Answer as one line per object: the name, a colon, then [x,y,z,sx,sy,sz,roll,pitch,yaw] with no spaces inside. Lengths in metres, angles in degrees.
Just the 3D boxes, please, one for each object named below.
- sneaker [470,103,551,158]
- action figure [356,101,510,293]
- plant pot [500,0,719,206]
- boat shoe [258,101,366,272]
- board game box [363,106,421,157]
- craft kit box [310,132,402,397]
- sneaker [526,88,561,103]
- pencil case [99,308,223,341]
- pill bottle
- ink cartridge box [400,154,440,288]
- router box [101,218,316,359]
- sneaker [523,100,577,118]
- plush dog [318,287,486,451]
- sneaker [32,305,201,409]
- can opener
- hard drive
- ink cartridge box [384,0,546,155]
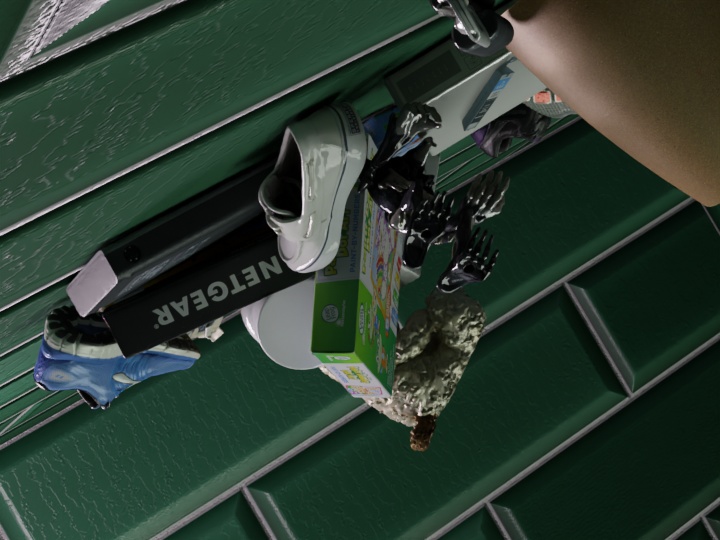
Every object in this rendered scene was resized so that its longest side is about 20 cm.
sneaker: [0.193,-0.193,1.735,0.076,0.088,0.200,-29,177,-43]
action figure: [0.057,-0.064,1.250,0.102,0.119,0.200,-50,-155,14]
plant pot: [0.222,-0.151,1.123,0.186,0.200,0.186,-37,-178,2]
boat shoe: [-0.049,-0.058,1.278,0.065,0.072,0.200,-15,158,-23]
board game box: [0.030,-0.129,1.580,0.151,0.037,0.200,-32,176,41]
craft kit box: [0.000,0.000,1.453,0.048,0.201,0.198,0,165,14]
sneaker: [0.192,-0.209,1.450,0.199,0.082,0.077,-9,130,-17]
pencil case: [-0.216,0.052,1.707,0.078,0.089,0.200,-48,171,23]
pill bottle: [-0.070,0.016,1.607,0.114,0.115,0.200,-31,-157,3]
ink cartridge box: [0.023,-0.070,1.742,0.117,0.067,0.201,-33,-142,48]
router box: [-0.133,0.003,1.466,0.199,0.051,0.149,-24,-167,2]
sneaker: [0.206,-0.213,1.576,0.105,0.075,0.200,-56,-161,-5]
plush dog: [0.019,0.094,1.707,0.161,0.171,0.200,-66,-176,-29]
sneaker: [-0.242,0.084,1.553,0.199,0.079,0.089,3,126,-50]
can opener: [0.081,-0.169,0.986,0.067,0.054,0.200,-30,180,12]
hard drive: [-0.148,-0.032,1.364,0.200,0.033,0.140,-30,178,-27]
ink cartridge box: [0.135,-0.165,1.331,0.199,0.045,0.176,-31,158,7]
